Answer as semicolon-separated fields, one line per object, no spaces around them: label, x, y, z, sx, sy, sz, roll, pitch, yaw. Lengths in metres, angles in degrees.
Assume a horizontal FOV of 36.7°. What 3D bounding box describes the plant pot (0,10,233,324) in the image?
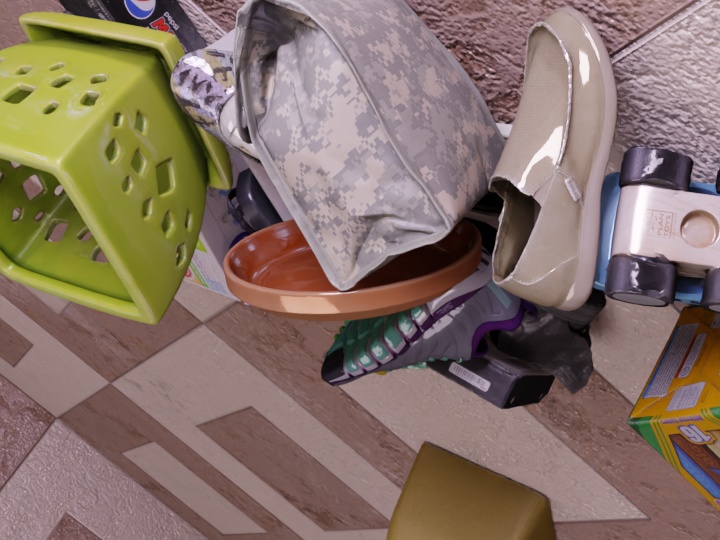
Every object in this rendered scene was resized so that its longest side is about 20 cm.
plant pot;-0.234;-0.101;0.929;0.196;0.183;0.201;15;147;28

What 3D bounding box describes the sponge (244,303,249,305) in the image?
sponge;0.000;0.000;1.001;0.197;0.112;0.030;4;120;20

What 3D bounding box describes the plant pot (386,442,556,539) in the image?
plant pot;0.134;0.394;1.457;0.192;0.201;0.197;19;151;29

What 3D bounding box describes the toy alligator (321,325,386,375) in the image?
toy alligator;-0.004;0.083;1.262;0.054;0.060;0.199;46;153;-22

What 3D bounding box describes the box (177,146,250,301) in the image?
box;-0.173;-0.078;1.150;0.111;0.102;0.201;17;149;32

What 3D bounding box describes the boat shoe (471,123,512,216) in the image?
boat shoe;0.064;-0.084;0.896;0.200;0.061;0.072;10;146;42

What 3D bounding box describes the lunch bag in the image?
lunch bag;0.000;-0.115;0.757;0.117;0.164;0.202;-27;99;31

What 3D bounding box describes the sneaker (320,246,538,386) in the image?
sneaker;0.052;0.062;0.906;0.087;0.075;0.199;41;129;-18

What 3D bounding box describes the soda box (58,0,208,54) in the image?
soda box;-0.197;-0.214;0.984;0.063;0.071;0.201;7;143;42

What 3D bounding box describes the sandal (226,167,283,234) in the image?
sandal;-0.097;-0.059;1.038;0.077;0.042;0.200;61;-177;-7

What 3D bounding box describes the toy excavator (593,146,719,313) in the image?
toy excavator;0.201;-0.017;0.798;0.191;0.102;0.200;8;172;10

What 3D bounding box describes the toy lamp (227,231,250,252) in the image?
toy lamp;-0.044;0.008;1.085;0.198;0.059;0.059;15;148;34

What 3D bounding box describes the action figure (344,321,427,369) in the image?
action figure;0.018;0.006;1.113;0.117;0.055;0.202;22;144;29

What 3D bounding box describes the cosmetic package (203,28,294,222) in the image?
cosmetic package;-0.057;-0.105;0.939;0.201;0.080;0.113;58;-177;-42

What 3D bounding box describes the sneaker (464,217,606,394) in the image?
sneaker;0.135;0.033;0.952;0.197;0.061;0.105;23;132;-14

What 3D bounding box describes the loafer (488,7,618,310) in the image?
loafer;0.123;-0.072;0.723;0.067;0.204;0.076;-3;-173;-20

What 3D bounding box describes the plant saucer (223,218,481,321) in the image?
plant saucer;-0.005;-0.005;0.828;0.198;0.199;0.033;11;117;40

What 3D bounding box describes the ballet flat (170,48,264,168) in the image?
ballet flat;-0.054;-0.102;0.827;0.199;0.073;0.071;29;162;-36

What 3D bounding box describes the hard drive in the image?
hard drive;0.106;0.081;1.038;0.138;0.038;0.200;29;-175;21

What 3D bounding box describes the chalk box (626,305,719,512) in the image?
chalk box;0.335;0.129;0.851;0.200;0.125;0.124;44;153;-14
